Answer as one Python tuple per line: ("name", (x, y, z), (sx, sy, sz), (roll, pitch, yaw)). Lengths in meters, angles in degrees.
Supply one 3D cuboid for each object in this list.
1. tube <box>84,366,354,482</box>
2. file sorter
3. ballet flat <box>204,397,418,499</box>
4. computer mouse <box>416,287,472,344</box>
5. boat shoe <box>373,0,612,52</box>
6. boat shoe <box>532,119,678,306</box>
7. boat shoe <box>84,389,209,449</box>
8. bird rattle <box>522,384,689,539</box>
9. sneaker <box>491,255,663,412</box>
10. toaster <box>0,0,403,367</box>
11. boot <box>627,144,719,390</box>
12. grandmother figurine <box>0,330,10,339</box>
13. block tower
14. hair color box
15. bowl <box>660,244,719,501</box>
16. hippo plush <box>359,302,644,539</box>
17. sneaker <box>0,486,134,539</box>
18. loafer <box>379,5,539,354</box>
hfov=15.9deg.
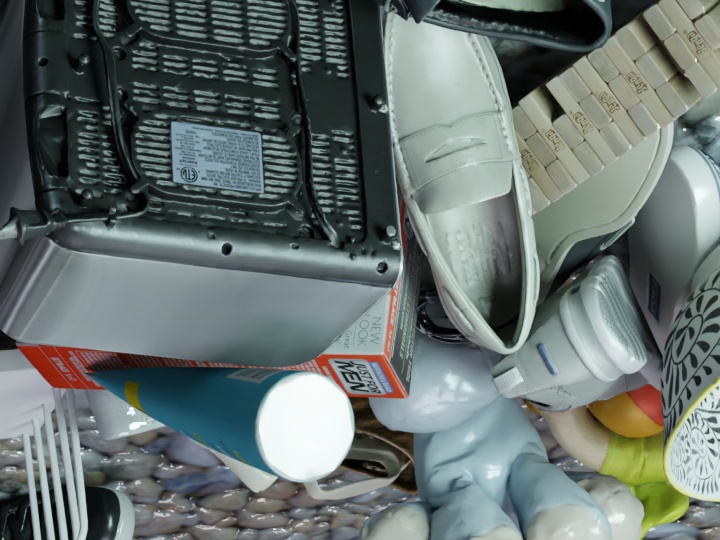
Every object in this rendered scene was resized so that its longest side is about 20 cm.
("tube", (-0.067, 0.067, 1.264), (0.077, 0.051, 0.200), (25, 172, -24))
("file sorter", (-0.238, 0.129, 1.501), (0.138, 0.125, 0.200), (-5, 166, -16))
("ballet flat", (-0.039, 0.106, 1.607), (0.199, 0.073, 0.068), (12, 147, -28))
("computer mouse", (0.000, 0.000, 1.433), (0.199, 0.034, 0.059), (14, 136, -2))
("boat shoe", (0.037, -0.143, 1.194), (0.199, 0.066, 0.074), (17, 137, -34))
("boat shoe", (0.119, -0.045, 1.412), (0.063, 0.073, 0.200), (-38, 169, -43))
("boat shoe", (-0.088, 0.069, 1.488), (0.072, 0.069, 0.200), (-9, 174, 26))
("bird rattle", (0.193, 0.086, 1.595), (0.200, 0.113, 0.163), (-31, 125, 32))
("sneaker", (0.113, 0.038, 1.404), (0.082, 0.075, 0.200), (-25, 170, 11))
("toaster", (-0.088, -0.059, 1.206), (0.199, 0.182, 0.119), (6, 150, -21))
("boot", (0.205, -0.014, 1.467), (0.090, 0.073, 0.200), (-23, 149, -15))
("grandmother figurine", (-0.202, 0.018, 1.443), (0.199, 0.061, 0.121), (-6, 172, 5))
("block tower", (0.119, -0.083, 1.308), (0.200, 0.054, 0.058), (-35, -178, 42))
("hair color box", (-0.070, 0.003, 1.345), (0.199, 0.112, 0.064), (1, 156, 14))
("bowl", (0.237, 0.030, 1.389), (0.200, 0.095, 0.201), (-17, 150, -11))
("hippo plush", (0.080, 0.091, 1.510), (0.158, 0.162, 0.200), (-4, -170, 20))
("sneaker", (-0.254, 0.182, 1.699), (0.199, 0.073, 0.112), (-23, 147, 29))
("loafer", (0.051, -0.053, 1.275), (0.070, 0.070, 0.201), (-20, 114, -3))
